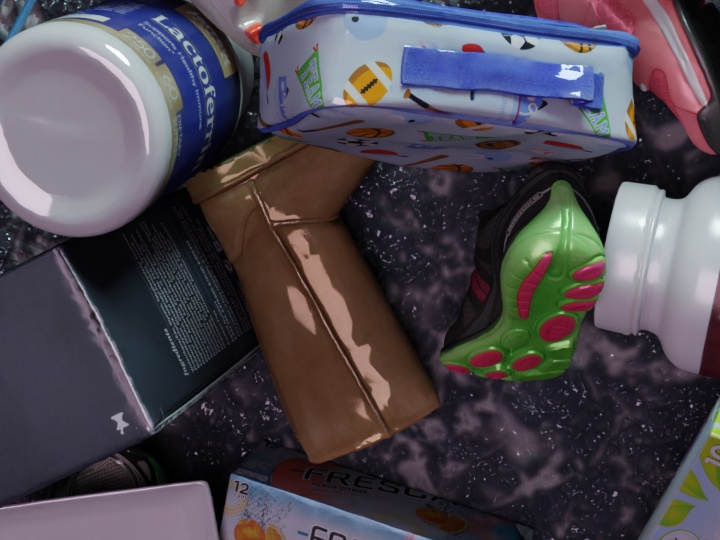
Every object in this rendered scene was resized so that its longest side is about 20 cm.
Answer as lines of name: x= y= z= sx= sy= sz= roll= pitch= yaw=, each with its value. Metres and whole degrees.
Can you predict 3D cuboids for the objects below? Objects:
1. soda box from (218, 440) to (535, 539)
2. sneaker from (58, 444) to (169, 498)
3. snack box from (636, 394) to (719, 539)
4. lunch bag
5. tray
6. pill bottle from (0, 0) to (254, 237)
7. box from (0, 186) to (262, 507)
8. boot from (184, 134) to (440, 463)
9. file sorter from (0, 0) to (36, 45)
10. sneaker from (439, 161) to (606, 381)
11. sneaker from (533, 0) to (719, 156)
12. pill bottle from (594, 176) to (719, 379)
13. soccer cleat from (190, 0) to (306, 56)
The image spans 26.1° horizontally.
soda box: x=0.009 y=0.178 z=1.010 sx=0.198 sy=0.064 sz=0.069 roll=17 pitch=108 yaw=11
sneaker: x=-0.192 y=0.203 z=1.064 sx=0.077 sy=0.085 sz=0.202 roll=27 pitch=109 yaw=8
snack box: x=0.237 y=0.170 z=0.904 sx=0.141 sy=0.053 sz=0.201 roll=26 pitch=136 yaw=10
lunch bag: x=0.049 y=-0.100 z=0.832 sx=0.197 sy=0.160 sz=0.077 roll=3 pitch=87 yaw=-19
tray: x=-0.186 y=0.193 z=1.010 sx=0.197 sy=0.022 sz=0.109 roll=-8 pitch=108 yaw=3
pill bottle: x=-0.134 y=-0.100 z=0.906 sx=0.114 sy=0.200 sz=0.117 roll=4 pitch=108 yaw=12
box: x=-0.192 y=0.056 z=0.967 sx=0.198 sy=0.197 sz=0.125 roll=-26 pitch=96 yaw=20
boot: x=0.000 y=0.000 z=0.971 sx=0.174 sy=0.066 sz=0.202 roll=-23 pitch=99 yaw=24
file sorter: x=-0.284 y=-0.179 z=0.897 sx=0.138 sy=0.199 sz=0.124 roll=32 pitch=85 yaw=-36
sneaker: x=0.097 y=0.006 z=0.907 sx=0.076 sy=0.085 sz=0.200 roll=10 pitch=151 yaw=-11
sneaker: x=0.148 y=-0.146 z=0.891 sx=0.086 sy=0.074 sz=0.202 roll=-32 pitch=86 yaw=31
pill bottle: x=0.237 y=0.011 z=0.872 sx=0.197 sy=0.113 sz=0.115 roll=12 pitch=107 yaw=14
soccer cleat: x=-0.093 y=-0.189 z=0.894 sx=0.070 sy=0.199 sz=0.077 roll=-55 pitch=44 yaw=2
